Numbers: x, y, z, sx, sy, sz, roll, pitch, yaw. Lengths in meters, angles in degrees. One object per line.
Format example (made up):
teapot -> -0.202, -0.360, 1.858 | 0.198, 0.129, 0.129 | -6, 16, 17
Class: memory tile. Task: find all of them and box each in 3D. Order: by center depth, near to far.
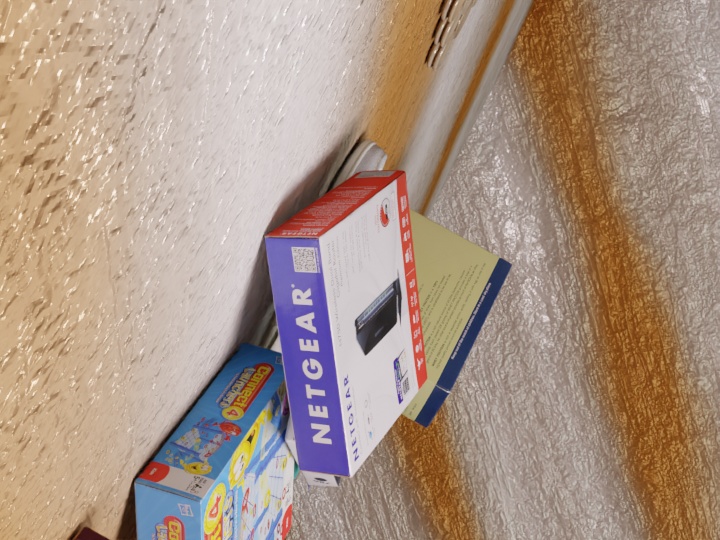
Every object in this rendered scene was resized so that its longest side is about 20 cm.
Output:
memory tile -> 0.120, -0.317, 1.127 | 0.154, 0.017, 0.200 | -61, 176, -21

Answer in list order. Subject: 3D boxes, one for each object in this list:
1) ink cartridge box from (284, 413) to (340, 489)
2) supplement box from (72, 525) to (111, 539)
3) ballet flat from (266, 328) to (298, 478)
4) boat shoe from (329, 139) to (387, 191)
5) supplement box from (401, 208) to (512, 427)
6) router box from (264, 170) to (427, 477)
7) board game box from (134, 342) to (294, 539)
ink cartridge box -> -0.034, 0.141, 0.982 | 0.200, 0.039, 0.101 | 84, 15, -67
supplement box -> -0.190, 0.280, 0.666 | 0.201, 0.085, 0.111 | -66, 175, 32
ballet flat -> -0.073, 0.116, 1.060 | 0.069, 0.069, 0.202 | -50, 156, -69
boat shoe -> -0.011, -0.026, 0.976 | 0.075, 0.064, 0.204 | 106, 4, -69
supplement box -> 0.051, 0.049, 1.314 | 0.201, 0.198, 0.135 | -60, 175, -28
router box -> -0.005, 0.038, 0.866 | 0.179, 0.048, 0.203 | -42, 130, -58
board game box -> -0.115, 0.199, 0.874 | 0.196, 0.055, 0.202 | -56, 155, -56
